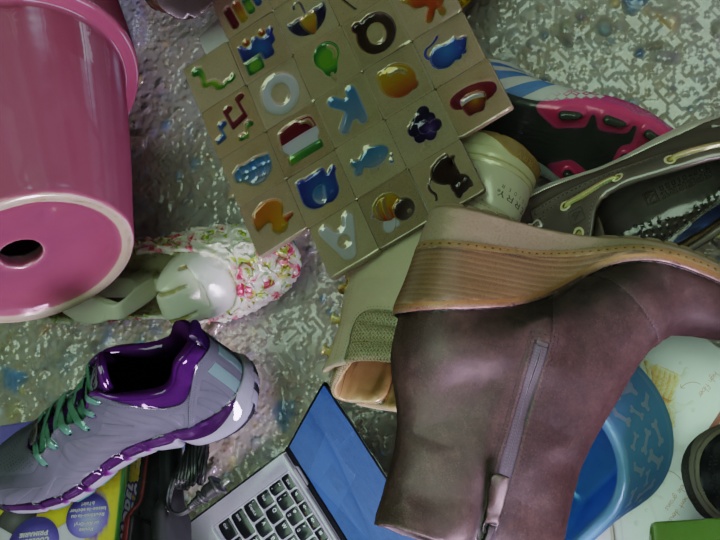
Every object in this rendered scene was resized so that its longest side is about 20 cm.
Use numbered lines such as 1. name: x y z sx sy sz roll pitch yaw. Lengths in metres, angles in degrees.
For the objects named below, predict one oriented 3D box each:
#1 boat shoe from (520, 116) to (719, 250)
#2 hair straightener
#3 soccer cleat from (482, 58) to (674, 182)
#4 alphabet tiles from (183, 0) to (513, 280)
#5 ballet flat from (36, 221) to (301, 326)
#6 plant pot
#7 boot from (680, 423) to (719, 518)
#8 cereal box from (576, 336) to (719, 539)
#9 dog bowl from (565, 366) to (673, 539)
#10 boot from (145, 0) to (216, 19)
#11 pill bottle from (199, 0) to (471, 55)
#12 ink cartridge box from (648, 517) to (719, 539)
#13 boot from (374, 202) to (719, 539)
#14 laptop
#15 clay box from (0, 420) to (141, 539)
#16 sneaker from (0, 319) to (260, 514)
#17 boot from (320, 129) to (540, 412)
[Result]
1. boat shoe: 0.140 -0.021 0.744 0.198 0.060 0.072 -28 103 9
2. hair straightener: -0.108 0.137 0.822 0.076 0.041 0.202 -16 51 28
3. soccer cleat: 0.117 -0.093 0.804 0.197 0.087 0.071 18 119 -4
4. alphabet tiles: -0.012 -0.104 0.741 0.165 0.006 0.202 -30 67 13
5. ballet flat: -0.136 0.013 0.861 0.197 0.064 0.076 -5 118 20
6. plant pot: -0.223 -0.076 0.809 0.198 0.200 0.181 -29 61 11
7. boot: 0.277 0.072 0.670 0.198 0.151 0.074 -19 80 -13
8. cereal box: 0.142 0.080 0.790 0.199 0.039 0.145 36 95 17
9. dog bowl: 0.091 0.126 0.751 0.112 0.049 0.201 45 123 11
10. boot: -0.089 -0.242 0.833 0.186 0.200 0.064 -41 117 -4
11. pill bottle: -0.002 -0.181 0.823 0.200 0.113 0.113 -40 75 8
12. ink cartridge box: 0.236 0.198 0.689 0.146 0.201 0.077 -6 59 15
13. boot: 0.106 0.065 0.661 0.197 0.072 0.169 11 77 -13
14. laptop: -0.032 0.203 0.789 0.199 0.116 0.188 -37 75 9
15. clay box: -0.199 0.194 0.835 0.113 0.048 0.202 -10 56 15
16. sneaker: -0.165 0.082 0.801 0.198 0.088 0.075 -24 48 12
17. boot: 0.000 0.000 0.763 0.198 0.073 0.157 1 64 37
